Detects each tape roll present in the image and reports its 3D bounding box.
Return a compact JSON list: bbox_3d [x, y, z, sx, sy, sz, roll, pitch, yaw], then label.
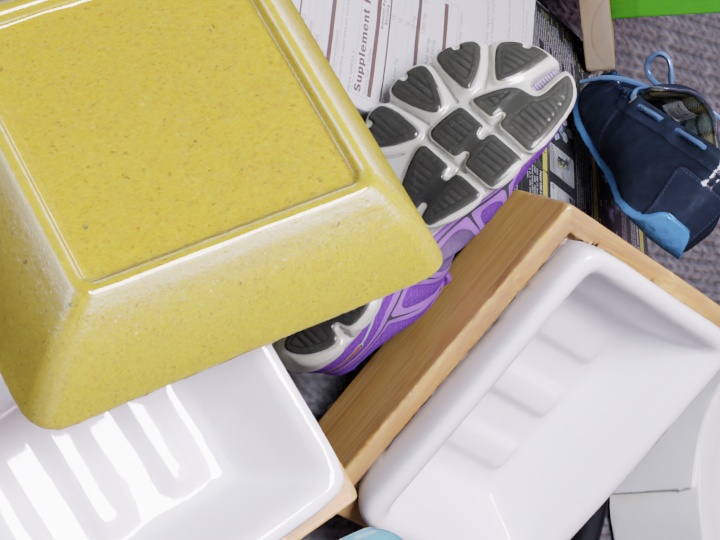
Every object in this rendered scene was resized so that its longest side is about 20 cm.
[{"bbox_3d":[0.247,0.155,1.289,0.202,0.071,0.203,11,75,-46],"label":"tape roll"}]

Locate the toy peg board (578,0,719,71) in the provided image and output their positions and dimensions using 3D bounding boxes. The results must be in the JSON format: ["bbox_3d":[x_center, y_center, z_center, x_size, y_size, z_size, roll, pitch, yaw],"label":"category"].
[{"bbox_3d":[0.173,-0.260,1.178,0.199,0.097,0.201,75,14,-52],"label":"toy peg board"}]

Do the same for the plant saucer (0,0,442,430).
[{"bbox_3d":[-0.088,-0.058,0.839,0.199,0.048,0.200,-22,69,-23],"label":"plant saucer"}]

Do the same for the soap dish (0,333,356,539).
[{"bbox_3d":[-0.122,0.085,0.852,0.200,0.081,0.158,-33,93,-28],"label":"soap dish"}]

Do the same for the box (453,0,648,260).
[{"bbox_3d":[0.107,-0.065,1.166,0.161,0.049,0.201,32,45,-37],"label":"box"}]

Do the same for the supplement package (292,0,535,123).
[{"bbox_3d":[-0.016,-0.117,1.028,0.200,0.114,0.110,20,69,-43],"label":"supplement package"}]

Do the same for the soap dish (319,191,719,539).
[{"bbox_3d":[0.083,0.063,1.046,0.157,0.081,0.200,29,106,-42],"label":"soap dish"}]

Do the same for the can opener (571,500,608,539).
[{"bbox_3d":[0.107,0.176,1.142,0.063,0.078,0.200,42,45,-27],"label":"can opener"}]

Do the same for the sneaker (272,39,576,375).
[{"bbox_3d":[0.028,-0.030,0.978,0.081,0.200,0.083,46,6,25],"label":"sneaker"}]

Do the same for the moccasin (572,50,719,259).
[{"bbox_3d":[0.174,-0.069,1.103,0.080,0.068,0.200,36,17,-23],"label":"moccasin"}]

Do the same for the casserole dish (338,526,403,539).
[{"bbox_3d":[-0.052,0.168,0.888,0.199,0.121,0.039,-27,77,-11],"label":"casserole dish"}]
